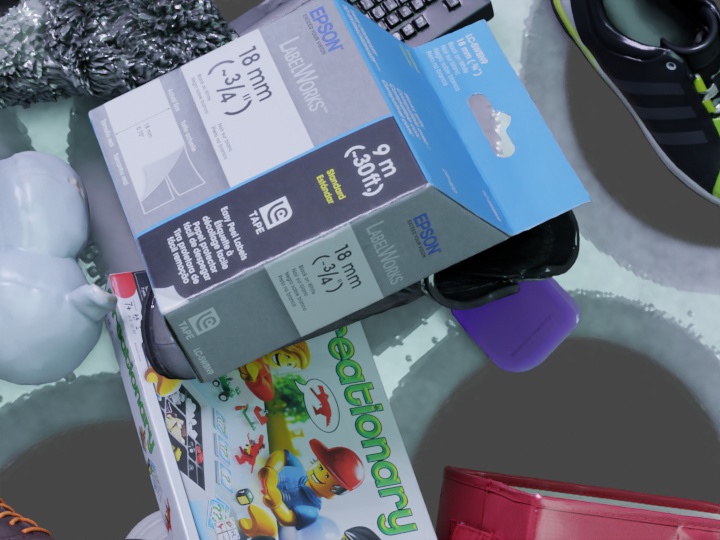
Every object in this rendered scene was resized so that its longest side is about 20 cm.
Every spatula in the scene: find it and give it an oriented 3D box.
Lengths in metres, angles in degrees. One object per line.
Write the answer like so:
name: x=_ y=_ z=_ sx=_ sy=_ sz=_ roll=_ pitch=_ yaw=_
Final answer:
spatula: x=0.035 y=-0.027 z=1.119 sx=0.200 sy=0.021 sz=0.057 roll=44 pitch=82 yaw=2

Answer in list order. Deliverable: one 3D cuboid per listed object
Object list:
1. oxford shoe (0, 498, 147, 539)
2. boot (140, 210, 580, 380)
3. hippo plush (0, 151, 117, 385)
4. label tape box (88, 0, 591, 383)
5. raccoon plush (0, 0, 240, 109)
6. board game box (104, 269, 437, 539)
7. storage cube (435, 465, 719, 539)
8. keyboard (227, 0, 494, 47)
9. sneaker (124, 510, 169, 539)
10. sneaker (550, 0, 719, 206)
oxford shoe: x=-0.181 y=0.142 z=1.024 sx=0.198 sy=0.071 sz=0.073 roll=-7 pitch=65 yaw=19
boot: x=0.000 y=0.000 z=1.004 sx=0.199 sy=0.131 sz=0.070 roll=-28 pitch=110 yaw=-30
hippo plush: x=-0.200 y=-0.001 z=1.015 sx=0.159 sy=0.159 sz=0.202 roll=4 pitch=67 yaw=-20
label tape box: x=-0.014 y=-0.055 z=0.969 sx=0.199 sy=0.063 sz=0.145 roll=-26 pitch=49 yaw=0
raccoon plush: x=-0.123 y=-0.088 z=1.052 sx=0.134 sy=0.097 sz=0.200 roll=-42 pitch=76 yaw=-3
board game box: x=-0.045 y=0.085 z=1.043 sx=0.125 sy=0.035 sz=0.201 roll=-9 pitch=61 yaw=-22
storage cube: x=0.133 y=0.205 z=1.043 sx=0.198 sy=0.171 sz=0.181 roll=10 pitch=87 yaw=-13
keyboard: x=-0.016 y=-0.096 z=1.103 sx=0.199 sy=0.021 sz=0.128 roll=-34 pitch=79 yaw=-6
sneaker: x=-0.117 y=0.220 z=1.046 sx=0.074 sy=0.100 sz=0.202 roll=15 pitch=86 yaw=-13
sneaker: x=0.178 y=-0.103 z=1.117 sx=0.200 sy=0.083 sz=0.072 roll=42 pitch=82 yaw=-5
